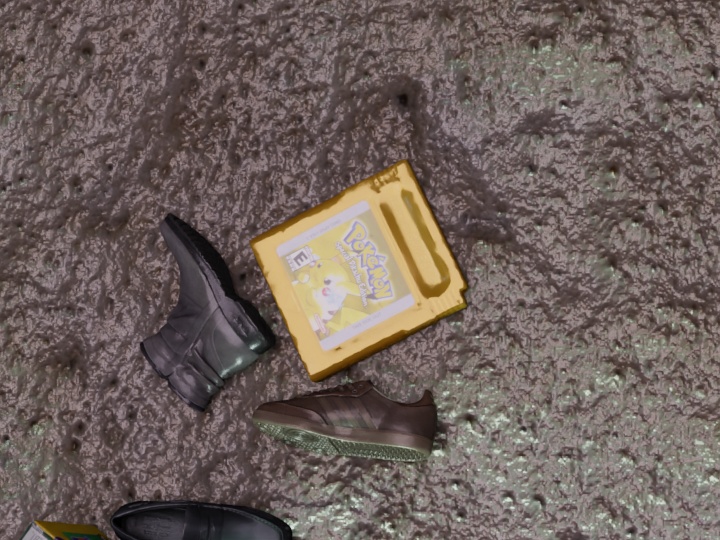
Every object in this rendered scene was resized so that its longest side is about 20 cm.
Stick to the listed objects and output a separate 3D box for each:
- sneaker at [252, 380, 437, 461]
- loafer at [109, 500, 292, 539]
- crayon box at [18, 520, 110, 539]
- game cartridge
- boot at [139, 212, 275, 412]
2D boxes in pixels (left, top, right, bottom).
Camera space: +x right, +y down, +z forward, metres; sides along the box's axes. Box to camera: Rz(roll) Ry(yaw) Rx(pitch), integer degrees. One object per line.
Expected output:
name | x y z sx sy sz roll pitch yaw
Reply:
sneaker | -0.014 0.154 1.727 0.198 0.071 0.076 8 65 11
loafer | -0.173 0.283 1.732 0.199 0.070 0.069 4 83 14
crayon box | -0.254 0.346 1.689 0.199 0.173 0.058 36 88 16
game cartridge | 0.000 0.000 1.754 0.199 0.032 0.177 -28 76 9
boot | -0.197 0.046 1.779 0.131 0.070 0.201 -39 71 11
